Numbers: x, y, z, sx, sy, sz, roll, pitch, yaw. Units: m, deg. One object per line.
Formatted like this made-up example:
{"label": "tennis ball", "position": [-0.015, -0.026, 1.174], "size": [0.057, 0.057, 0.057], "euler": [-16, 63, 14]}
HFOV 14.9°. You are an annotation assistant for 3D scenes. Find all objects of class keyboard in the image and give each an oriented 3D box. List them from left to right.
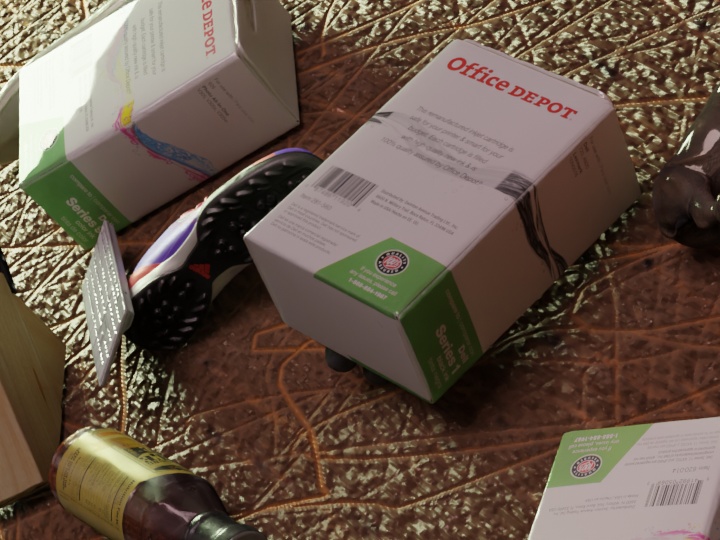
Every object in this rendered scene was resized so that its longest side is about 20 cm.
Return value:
{"label": "keyboard", "position": [-0.177, 0.021, 1.901], "size": [0.056, 0.011, 0.200], "euler": [-65, 16, 13]}

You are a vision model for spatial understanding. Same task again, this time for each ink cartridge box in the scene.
{"label": "ink cartridge box", "position": [-0.149, -0.128, 2.029], "size": [0.200, 0.088, 0.146], "euler": [-31, 37, 19]}
{"label": "ink cartridge box", "position": [0.053, -0.035, 1.685], "size": [0.200, 0.085, 0.146], "euler": [-43, 44, -20]}
{"label": "ink cartridge box", "position": [0.140, 0.178, 1.431], "size": [0.117, 0.067, 0.201], "euler": [-8, 46, 38]}

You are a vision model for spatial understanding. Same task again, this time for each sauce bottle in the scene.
{"label": "sauce bottle", "position": [-0.123, 0.152, 1.725], "size": [0.066, 0.066, 0.200], "euler": [-51, 38, -13]}

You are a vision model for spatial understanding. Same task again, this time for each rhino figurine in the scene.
{"label": "rhino figurine", "position": [0.237, -0.092, 1.633], "size": [0.087, 0.060, 0.200], "euler": [-9, 42, 54]}

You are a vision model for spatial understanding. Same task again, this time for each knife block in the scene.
{"label": "knife block", "position": [-0.280, 0.045, 1.893], "size": [0.064, 0.176, 0.201], "euler": [-27, 37, 21]}

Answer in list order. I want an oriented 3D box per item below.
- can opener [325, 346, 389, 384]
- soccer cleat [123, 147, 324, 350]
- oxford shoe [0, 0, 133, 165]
{"label": "can opener", "position": [0.000, 0.000, 1.789], "size": [0.200, 0.052, 0.067], "euler": [-93, 24, -50]}
{"label": "soccer cleat", "position": [-0.094, -0.028, 1.855], "size": [0.200, 0.068, 0.073], "euler": [-44, 28, 32]}
{"label": "oxford shoe", "position": [-0.214, -0.146, 2.135], "size": [0.200, 0.075, 0.058], "euler": [-39, 67, 7]}
